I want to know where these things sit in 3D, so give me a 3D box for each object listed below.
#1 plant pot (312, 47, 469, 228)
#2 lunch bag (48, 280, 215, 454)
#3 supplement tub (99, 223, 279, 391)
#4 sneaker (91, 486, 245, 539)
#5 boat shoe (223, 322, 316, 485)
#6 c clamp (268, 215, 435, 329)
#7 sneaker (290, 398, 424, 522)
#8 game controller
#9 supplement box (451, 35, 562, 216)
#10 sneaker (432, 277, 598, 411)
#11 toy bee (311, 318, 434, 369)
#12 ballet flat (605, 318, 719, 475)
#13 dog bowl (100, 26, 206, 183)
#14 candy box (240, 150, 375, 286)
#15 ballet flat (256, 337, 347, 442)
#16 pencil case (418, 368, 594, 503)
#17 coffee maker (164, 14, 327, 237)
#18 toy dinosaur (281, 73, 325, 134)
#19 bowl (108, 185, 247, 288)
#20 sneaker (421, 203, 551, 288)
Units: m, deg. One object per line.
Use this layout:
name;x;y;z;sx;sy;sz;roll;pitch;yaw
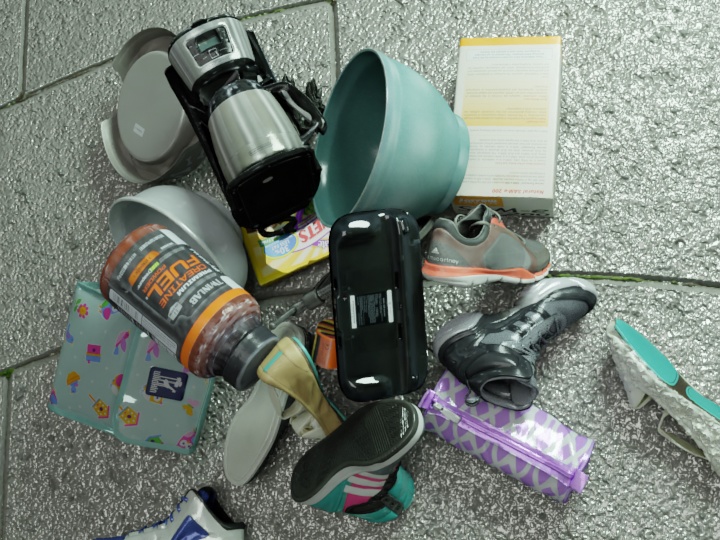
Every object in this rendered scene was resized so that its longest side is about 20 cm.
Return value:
plant pot;0.042;-0.136;0.966;0.132;0.200;0.204;10;77;-23
lunch bag;-0.266;0.118;1.038;0.197;0.122;0.173;18;94;21
supplement tub;-0.183;0.044;0.921;0.199;0.107;0.108;36;88;16
sneaker;-0.221;0.318;1.017;0.195;0.081;0.117;3;75;9
boat shoe;-0.105;0.165;1.024;0.073;0.060;0.203;12;79;37
c clamp;0.000;0.000;0.978;0.198;0.171;0.027;-31;97;17
sneaker;0.026;0.220;0.937;0.199;0.120;0.085;-37;41;34
game controller;0.020;0.038;0.894;0.102;0.042;0.204;-6;97;-14
supplement box;0.177;-0.172;1.014;0.124;0.074;0.204;4;78;16
sneaker;0.186;0.086;0.923;0.197;0.076;0.115;-20;46;-5
toy bee;0.018;0.085;0.982;0.108;0.198;0.132;31;92;55
ballet flat;0.331;0.142;0.908;0.072;0.072;0.200;-46;70;1
dog bowl;-0.264;-0.214;1.119;0.198;0.058;0.204;-2;87;38
candy box;-0.054;-0.064;1.066;0.197;0.026;0.104;-23;86;6
ballet flat;-0.063;0.150;0.946;0.063;0.201;0.068;-39;45;-13
pencil case;0.160;0.180;0.934;0.197;0.085;0.085;24;87;18
coffee maker;-0.141;-0.161;0.980;0.133;0.193;0.202;-17;70;-28
toy dinosaur;-0.117;-0.193;1.104;0.134;0.103;0.202;-22;111;24
bowl;-0.210;-0.034;1.049;0.199;0.203;0.091;27;55;19
sneaker;0.149;-0.031;0.927;0.076;0.198;0.084;12;103;42
